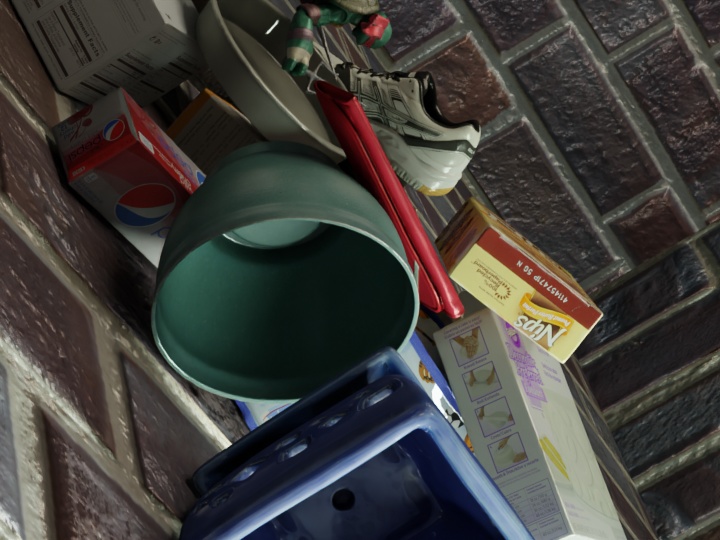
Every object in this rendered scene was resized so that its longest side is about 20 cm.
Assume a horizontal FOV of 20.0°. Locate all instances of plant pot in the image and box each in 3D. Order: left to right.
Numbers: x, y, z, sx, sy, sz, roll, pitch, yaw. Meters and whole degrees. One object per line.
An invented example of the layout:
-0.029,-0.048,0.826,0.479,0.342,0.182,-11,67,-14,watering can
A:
-0.061,-0.014,1.560,0.200,0.200,0.134,51,22,-41,plant pot
0.002,0.181,1.396,0.200,0.200,0.180,56,3,-19,plant pot

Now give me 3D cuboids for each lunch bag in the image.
0.008,0.110,1.692,0.200,0.170,0.124,50,18,-35,lunch bag

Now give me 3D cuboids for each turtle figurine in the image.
-0.041,-0.238,1.773,0.200,0.101,0.150,44,19,-3,turtle figurine

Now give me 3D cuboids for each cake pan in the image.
-0.071,-0.166,1.766,0.200,0.037,0.200,45,19,-20,cake pan

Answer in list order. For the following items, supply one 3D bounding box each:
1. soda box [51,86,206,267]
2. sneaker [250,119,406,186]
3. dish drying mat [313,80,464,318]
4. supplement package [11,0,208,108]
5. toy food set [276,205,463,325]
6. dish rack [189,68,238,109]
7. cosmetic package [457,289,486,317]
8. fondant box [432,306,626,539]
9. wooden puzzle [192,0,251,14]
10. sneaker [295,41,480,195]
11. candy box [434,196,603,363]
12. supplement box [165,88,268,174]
-0.163,-0.058,1.629,0.200,0.070,0.063,48,15,-51,soda box
-0.014,-0.095,1.904,0.200,0.075,0.116,25,19,-40,sneaker
0.020,-0.053,1.569,0.200,0.018,0.077,62,-12,-24,dish drying mat
-0.230,-0.252,1.755,0.200,0.111,0.156,62,10,11,supplement package
0.000,0.000,1.731,0.200,0.143,0.060,58,32,-62,toy food set
-0.156,-0.221,2.027,0.172,0.044,0.200,50,-8,-26,dish rack
0.054,0.103,1.862,0.101,0.200,0.071,45,17,-58,cosmetic package
0.140,0.140,1.656,0.144,0.058,0.200,26,40,-62,fondant box
-0.206,-0.282,1.885,0.046,0.185,0.200,-25,80,-44,wooden puzzle
0.025,-0.160,1.878,0.200,0.088,0.076,39,19,6,sneaker
0.124,0.004,1.652,0.115,0.055,0.200,38,6,-6,candy box
-0.083,-0.070,1.917,0.200,0.074,0.126,43,4,19,supplement box
